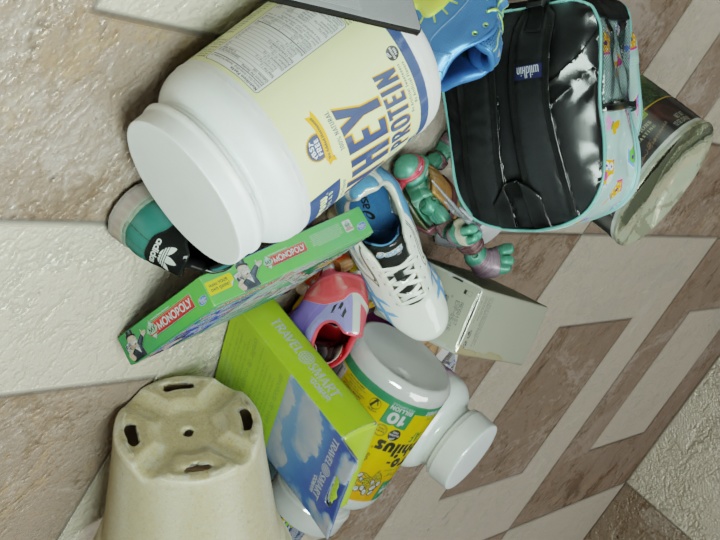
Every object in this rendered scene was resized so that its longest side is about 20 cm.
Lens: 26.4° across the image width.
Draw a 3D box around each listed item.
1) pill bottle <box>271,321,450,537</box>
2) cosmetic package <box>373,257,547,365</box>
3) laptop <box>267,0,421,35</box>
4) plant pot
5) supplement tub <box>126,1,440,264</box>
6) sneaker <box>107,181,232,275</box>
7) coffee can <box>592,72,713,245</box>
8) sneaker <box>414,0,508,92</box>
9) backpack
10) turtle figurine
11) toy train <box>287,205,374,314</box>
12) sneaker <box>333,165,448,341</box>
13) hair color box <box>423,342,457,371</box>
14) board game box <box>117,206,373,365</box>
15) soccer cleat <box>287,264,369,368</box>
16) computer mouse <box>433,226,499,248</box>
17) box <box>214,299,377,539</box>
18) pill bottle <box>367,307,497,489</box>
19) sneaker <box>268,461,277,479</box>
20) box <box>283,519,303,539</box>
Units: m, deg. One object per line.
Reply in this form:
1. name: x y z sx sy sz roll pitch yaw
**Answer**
1. pill bottle: -0.007 0.159 1.493 0.112 0.113 0.201 -7 135 -58
2. cosmetic package: 0.106 0.040 1.575 0.199 0.103 0.074 17 98 -63
3. laptop: 0.002 -0.277 0.989 0.115 0.202 0.186 -23 167 33
4. plant pot: -0.155 0.207 1.395 0.200 0.200 0.185 -32 141 -35
5. supplement tub: -0.055 -0.113 1.109 0.200 0.145 0.146 -40 156 -22
6. sneaker: -0.105 -0.038 1.214 0.199 0.080 0.072 -22 145 -49
7. coffee can: 0.226 -0.142 1.516 0.146 0.200 0.147 -40 156 -22
8. sneaker: 0.098 -0.218 1.283 0.200 0.105 0.076 -44 157 -12
9. backpack: 0.167 -0.135 1.375 0.153 0.174 0.203 -1 89 -58
10. turtle figurine: 0.086 -0.075 1.501 0.200 0.099 0.152 45 41 -53
11. toy train: 0.000 0.000 1.506 0.199 0.056 0.151 -18 142 -52
12. sneaker: 0.028 -0.010 1.413 0.071 0.073 0.201 -23 118 6
13. hair color box: 0.058 0.102 1.766 0.109 0.065 0.201 -37 153 -26
14. board game box: -0.096 0.012 1.307 0.199 0.029 0.134 -26 173 -46
15. soccer cleat: -0.049 0.073 1.451 0.066 0.077 0.200 13 142 -23
16. computer mouse: 0.156 -0.066 1.710 0.199 0.044 0.110 -28 150 -42
17. box: -0.058 0.131 1.408 0.047 0.200 0.123 -20 145 -34
18. pill bottle: 0.042 0.131 1.591 0.112 0.199 0.113 -44 160 -20
19. sneaker: -0.069 0.176 1.647 0.200 0.073 0.083 -43 151 -38
20. box: -0.131 0.277 1.673 0.065 0.070 0.199 -57 157 16
